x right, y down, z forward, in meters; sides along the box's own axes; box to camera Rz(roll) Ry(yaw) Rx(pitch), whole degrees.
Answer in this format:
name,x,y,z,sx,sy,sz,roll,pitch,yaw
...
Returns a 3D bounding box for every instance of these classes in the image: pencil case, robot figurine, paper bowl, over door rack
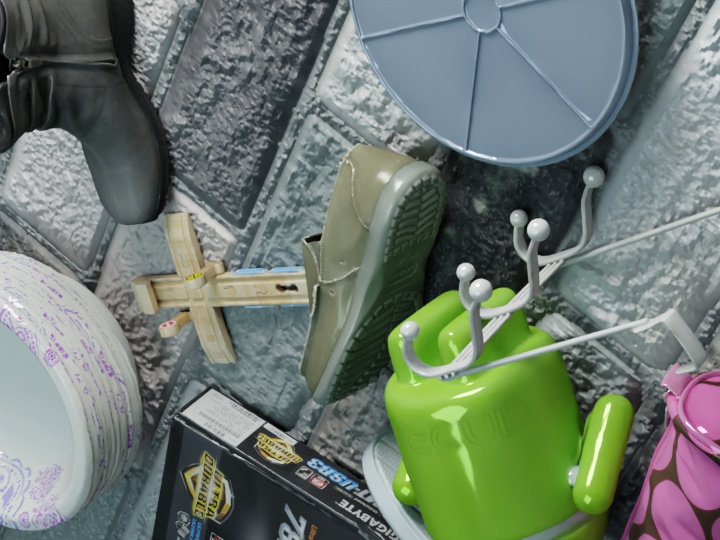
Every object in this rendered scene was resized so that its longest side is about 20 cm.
name,x,y,z,sx,sy,sz,roll,pitch,yaw
pencil case,0.201,0.149,1.419,0.093,0.091,0.201,24,131,11
robot figurine,0.086,0.114,1.470,0.175,0.116,0.201,-5,112,43
paper bowl,-0.244,0.080,1.725,0.200,0.104,0.202,20,126,30
over door rack,0.133,-0.002,1.344,0.199,0.148,0.067,-5,117,41

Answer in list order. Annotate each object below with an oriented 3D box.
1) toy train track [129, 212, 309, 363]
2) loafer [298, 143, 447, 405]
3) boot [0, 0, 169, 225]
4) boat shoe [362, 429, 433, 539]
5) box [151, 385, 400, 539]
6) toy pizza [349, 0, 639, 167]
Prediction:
name,x,y,z,sx,sy,sz,roll,pitch,yaw
toy train track,-0.087,0.017,1.612,0.199,0.032,0.115,-3,113,39
loafer,0.000,0.000,1.514,0.070,0.075,0.201,41,130,28
boot,-0.202,-0.104,1.563,0.069,0.132,0.201,3,117,37
boat shoe,0.068,0.194,1.565,0.200,0.072,0.062,48,140,5
box,-0.059,0.212,1.694,0.198,0.050,0.201,32,132,21
toy pizza,0.078,-0.157,1.377,0.199,0.032,0.202,19,125,29
